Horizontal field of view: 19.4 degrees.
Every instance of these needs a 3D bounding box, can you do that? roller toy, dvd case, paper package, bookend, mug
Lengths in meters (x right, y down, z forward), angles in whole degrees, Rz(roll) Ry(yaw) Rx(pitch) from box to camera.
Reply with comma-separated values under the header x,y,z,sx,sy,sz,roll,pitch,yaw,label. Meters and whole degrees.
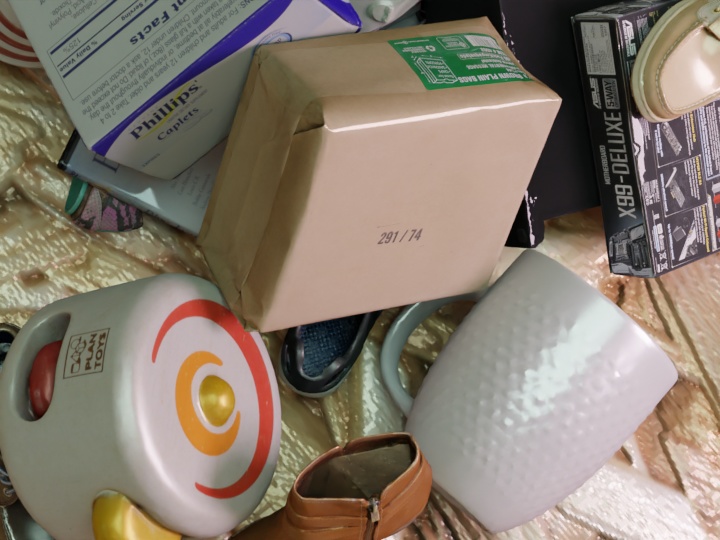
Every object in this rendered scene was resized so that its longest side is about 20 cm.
x,y,z,sx,sy,sz,roll,pitch,yaw,label
-0.147,0.099,1.454,0.200,0.140,0.183,-31,105,-56,roller toy
-0.105,-0.095,1.558,0.200,0.018,0.143,27,77,-14,dvd case
0.010,-0.067,1.450,0.200,0.191,0.103,-10,47,-32,paper package
0.163,-0.137,1.613,0.200,0.092,0.199,-16,103,-34,bookend
0.102,0.084,1.548,0.200,0.148,0.175,37,83,32,mug

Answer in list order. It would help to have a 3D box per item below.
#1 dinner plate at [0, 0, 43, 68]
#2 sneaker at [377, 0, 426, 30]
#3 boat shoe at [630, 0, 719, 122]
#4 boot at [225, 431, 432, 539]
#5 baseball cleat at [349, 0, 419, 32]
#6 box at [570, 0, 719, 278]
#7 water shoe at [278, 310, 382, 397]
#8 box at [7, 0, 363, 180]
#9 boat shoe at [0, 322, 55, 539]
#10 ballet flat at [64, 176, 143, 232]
x,y,z,sx,sy,sz,roll,pitch,yaw,label
-0.220,-0.244,1.579,0.200,0.024,0.200,-7,74,24,dinner plate
0.040,-0.200,1.631,0.140,0.078,0.200,35,84,-2,sneaker
0.277,-0.172,1.530,0.200,0.069,0.074,-39,117,-29,boat shoe
-0.042,0.176,1.445,0.200,0.155,0.074,-33,74,-11,boot
0.033,-0.237,1.566,0.200,0.106,0.070,-19,121,18,baseball cleat
0.245,-0.111,1.588,0.158,0.050,0.200,-21,107,-35,box
0.000,0.000,1.571,0.071,0.079,0.200,20,75,-4,water shoe
-0.132,-0.197,1.451,0.184,0.105,0.200,-37,64,15,box
-0.243,0.134,1.504,0.072,0.072,0.200,-17,80,-12,boat shoe
-0.172,-0.123,1.584,0.071,0.069,0.200,13,77,-24,ballet flat
